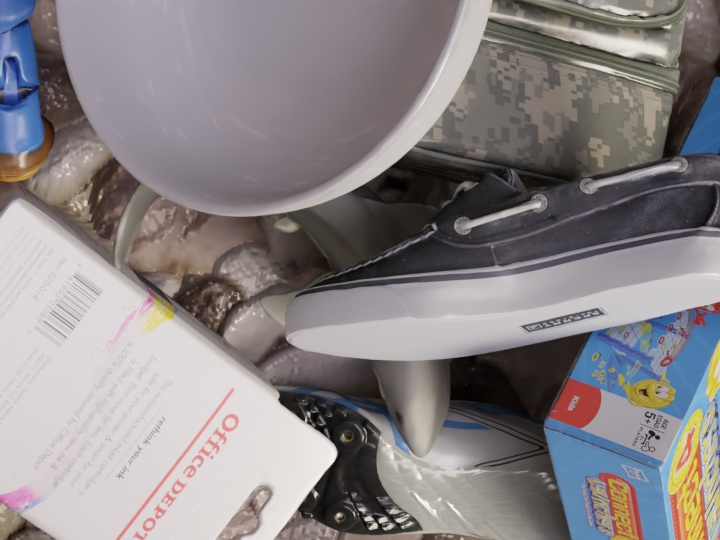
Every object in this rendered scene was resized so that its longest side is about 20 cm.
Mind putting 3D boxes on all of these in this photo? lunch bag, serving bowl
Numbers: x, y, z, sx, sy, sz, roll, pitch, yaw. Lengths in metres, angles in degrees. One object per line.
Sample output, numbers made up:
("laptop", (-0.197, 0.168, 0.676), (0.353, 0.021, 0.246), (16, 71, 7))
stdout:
("lunch bag", (0.049, -0.129, 0.803), (0.198, 0.139, 0.170), (11, 90, -22))
("serving bowl", (-0.027, -0.120, 0.693), (0.066, 0.199, 0.202), (4, 107, -58))

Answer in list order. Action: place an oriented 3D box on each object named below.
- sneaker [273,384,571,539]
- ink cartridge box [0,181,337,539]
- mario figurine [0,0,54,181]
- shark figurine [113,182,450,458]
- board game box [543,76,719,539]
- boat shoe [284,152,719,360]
("sneaker", (0.030, 0.096, 0.900), (0.198, 0.073, 0.073), (13, 112, -10))
("ink cartridge box", (-0.121, 0.063, 0.819), (0.200, 0.067, 0.117), (40, 89, -22))
("mario figurine", (-0.165, -0.147, 0.757), (0.123, 0.105, 0.202), (-20, 127, -51))
("shark figurine", (-0.008, -0.021, 0.806), (0.214, 0.089, 0.129), (37, 61, -31))
("board game box", (0.163, 0.048, 0.845), (0.197, 0.055, 0.201), (-61, 154, -23))
("boat shoe", (0.061, -0.008, 0.743), (0.198, 0.072, 0.069), (-12, 71, 19))
